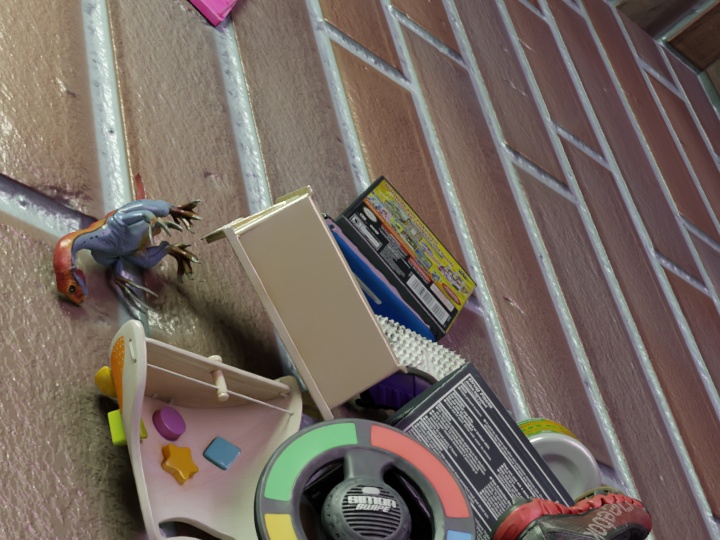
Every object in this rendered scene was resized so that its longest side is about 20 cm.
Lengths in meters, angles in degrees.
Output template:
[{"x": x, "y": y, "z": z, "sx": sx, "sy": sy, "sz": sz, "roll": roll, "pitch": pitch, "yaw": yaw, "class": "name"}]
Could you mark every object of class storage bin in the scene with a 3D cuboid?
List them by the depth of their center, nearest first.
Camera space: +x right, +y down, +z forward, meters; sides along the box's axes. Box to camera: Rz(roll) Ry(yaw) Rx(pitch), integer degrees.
[{"x": -0.061, "y": 0.031, "z": 1.381, "sx": 0.200, "sy": 0.094, "sz": 0.199, "roll": 62, "pitch": -12, "yaw": -5, "class": "storage bin"}]

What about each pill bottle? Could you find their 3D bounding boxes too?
[{"x": 0.205, "y": 0.228, "z": 1.617, "sx": 0.111, "sy": 0.111, "sz": 0.200, "roll": 51, "pitch": 1, "yaw": -1, "class": "pill bottle"}]

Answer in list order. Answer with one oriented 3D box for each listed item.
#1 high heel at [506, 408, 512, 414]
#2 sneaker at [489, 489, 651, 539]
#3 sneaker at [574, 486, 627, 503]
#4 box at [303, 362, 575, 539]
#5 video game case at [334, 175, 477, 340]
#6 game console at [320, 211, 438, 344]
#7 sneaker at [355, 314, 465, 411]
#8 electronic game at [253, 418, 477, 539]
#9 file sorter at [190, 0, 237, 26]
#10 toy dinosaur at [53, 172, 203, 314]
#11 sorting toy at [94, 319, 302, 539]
[{"x": 0.075, "y": 0.179, "z": 1.607, "sx": 0.142, "sy": 0.071, "sz": 0.200, "roll": 32, "pitch": 37, "yaw": 10, "class": "high heel"}, {"x": 0.215, "y": 0.260, "z": 1.336, "sx": 0.200, "sy": 0.071, "sz": 0.098, "roll": 4, "pitch": 33, "yaw": -42, "class": "sneaker"}, {"x": 0.228, "y": 0.317, "z": 1.512, "sx": 0.090, "sy": 0.200, "sz": 0.067, "roll": 28, "pitch": 14, "yaw": -46, "class": "sneaker"}, {"x": 0.086, "y": 0.232, "z": 1.411, "sx": 0.200, "sy": 0.123, "sz": 0.198, "roll": 54, "pitch": 39, "yaw": 3, "class": "box"}, {"x": 0.061, "y": -0.018, "z": 1.846, "sx": 0.200, "sy": 0.025, "sz": 0.181, "roll": 49, "pitch": 27, "yaw": -4, "class": "video game case"}, {"x": 0.000, "y": 0.000, "z": 1.631, "sx": 0.200, "sy": 0.171, "sz": 0.118, "roll": 46, "pitch": 53, "yaw": -12, "class": "game console"}, {"x": 0.047, "y": 0.124, "z": 1.557, "sx": 0.200, "sy": 0.099, "sz": 0.070, "roll": 33, "pitch": 37, "yaw": -27, "class": "sneaker"}, {"x": 0.006, "y": 0.215, "z": 1.225, "sx": 0.200, "sy": 0.042, "sz": 0.200, "roll": 10, "pitch": 49, "yaw": -12, "class": "electronic game"}, {"x": -0.176, "y": -0.444, "z": 1.886, "sx": 0.139, "sy": 0.125, "sz": 0.200, "roll": 45, "pitch": 27, "yaw": -15, "class": "file sorter"}, {"x": -0.235, "y": -0.022, "z": 1.361, "sx": 0.181, "sy": 0.105, "sz": 0.200, "roll": -1, "pitch": 20, "yaw": -45, "class": "toy dinosaur"}, {"x": -0.144, "y": 0.163, "z": 1.218, "sx": 0.200, "sy": 0.107, "sz": 0.180, "roll": 25, "pitch": 45, "yaw": -45, "class": "sorting toy"}]
